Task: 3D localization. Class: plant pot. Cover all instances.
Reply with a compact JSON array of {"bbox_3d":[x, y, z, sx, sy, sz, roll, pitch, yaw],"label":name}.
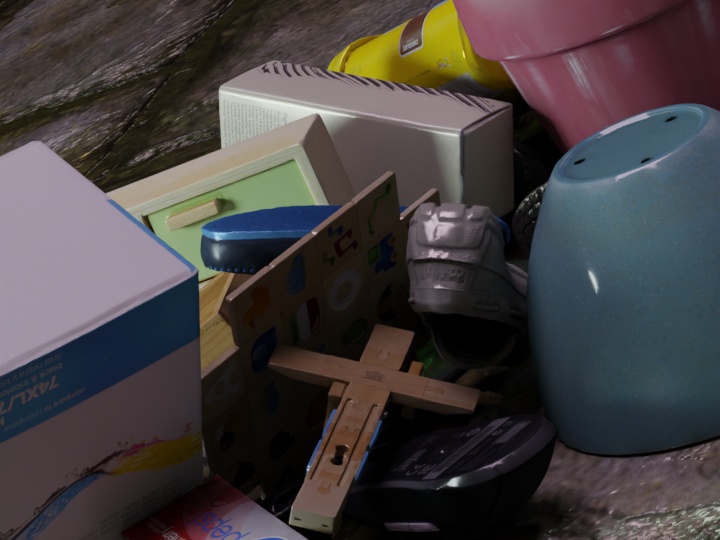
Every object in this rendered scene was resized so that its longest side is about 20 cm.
[{"bbox_3d":[0.180,-0.150,1.763,0.199,0.180,0.200,-22,18,8],"label":"plant pot"},{"bbox_3d":[0.170,-0.010,1.451,0.199,0.135,0.200,-22,18,8],"label":"plant pot"}]

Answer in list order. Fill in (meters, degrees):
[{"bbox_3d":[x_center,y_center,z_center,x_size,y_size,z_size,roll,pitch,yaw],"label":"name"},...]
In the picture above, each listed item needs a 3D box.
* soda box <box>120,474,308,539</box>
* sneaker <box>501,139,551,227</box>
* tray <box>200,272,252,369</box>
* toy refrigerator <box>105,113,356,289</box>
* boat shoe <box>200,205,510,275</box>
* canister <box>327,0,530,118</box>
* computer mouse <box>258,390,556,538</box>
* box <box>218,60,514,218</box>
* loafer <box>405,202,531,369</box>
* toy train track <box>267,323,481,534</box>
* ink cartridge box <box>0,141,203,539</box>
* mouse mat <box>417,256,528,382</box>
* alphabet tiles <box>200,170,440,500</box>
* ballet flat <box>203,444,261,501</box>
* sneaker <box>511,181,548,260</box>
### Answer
[{"bbox_3d":[-0.053,0.167,1.342,0.063,0.070,0.200,-30,19,-15],"label":"soda box"},{"bbox_3d":[0.079,-0.077,1.869,0.087,0.076,0.200,-28,17,-31],"label":"sneaker"},{"bbox_3d":[-0.142,0.079,1.671,0.200,0.037,0.099,-38,12,18],"label":"tray"},{"bbox_3d":[-0.107,-0.026,1.740,0.199,0.076,0.070,-19,17,17],"label":"toy refrigerator"},{"bbox_3d":[0.000,0.000,1.628,0.199,0.069,0.084,1,14,-17],"label":"boat shoe"},{"bbox_3d":[0.084,-0.149,1.925,0.148,0.087,0.200,-9,-6,-29],"label":"canister"},{"bbox_3d":[0.050,0.105,1.440,0.200,0.046,0.140,-15,16,45],"label":"computer mouse"},{"bbox_3d":[0.003,-0.082,1.798,0.199,0.083,0.068,14,27,31],"label":"box"},{"bbox_3d":[0.061,0.024,1.499,0.070,0.070,0.200,3,-18,17],"label":"loafer"},{"bbox_3d":[-0.003,0.089,1.412,0.114,0.033,0.200,13,28,8],"label":"toy train track"},{"bbox_3d":[-0.181,0.070,1.421,0.146,0.201,0.147,-28,47,-30],"label":"ink cartridge box"},{"bbox_3d":[0.033,0.041,1.694,0.161,0.008,0.200,-5,27,46],"label":"mouse mat"},{"bbox_3d":[-0.018,0.044,1.504,0.006,0.167,0.200,26,51,34],"label":"alphabet tiles"},{"bbox_3d":[-0.057,0.092,1.569,0.072,0.072,0.200,-9,27,39],"label":"ballet flat"},{"bbox_3d":[0.192,-0.048,1.664,0.199,0.077,0.089,-17,5,6],"label":"sneaker"}]
